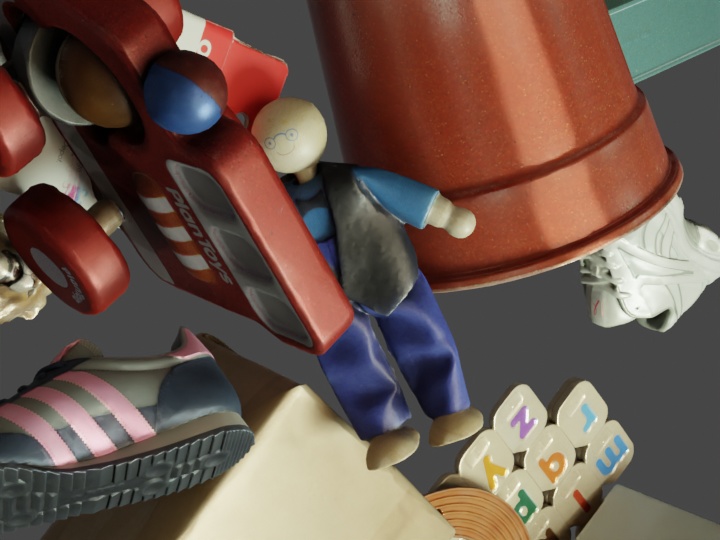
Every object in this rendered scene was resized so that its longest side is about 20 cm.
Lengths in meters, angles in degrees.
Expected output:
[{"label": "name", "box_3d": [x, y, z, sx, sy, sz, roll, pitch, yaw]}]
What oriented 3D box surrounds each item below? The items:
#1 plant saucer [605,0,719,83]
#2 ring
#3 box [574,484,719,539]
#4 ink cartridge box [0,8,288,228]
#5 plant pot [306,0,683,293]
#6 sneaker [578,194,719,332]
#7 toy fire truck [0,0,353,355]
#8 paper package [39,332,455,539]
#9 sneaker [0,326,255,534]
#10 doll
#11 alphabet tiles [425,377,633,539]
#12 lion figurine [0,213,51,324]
[{"label": "plant saucer", "box_3d": [0.182, -0.157, 1.126, 0.200, 0.019, 0.070, -26, 120, -32]}, {"label": "ring", "box_3d": [0.041, 0.238, 1.120, 0.200, 0.019, 0.201, -13, 112, -36]}, {"label": "box", "box_3d": [0.208, 0.286, 1.212, 0.152, 0.106, 0.200, -46, 135, -28]}, {"label": "ink cartridge box", "box_3d": [-0.143, -0.090, 0.841, 0.200, 0.067, 0.116, 20, 92, -42]}, {"label": "plant pot", "box_3d": [0.061, -0.120, 0.932, 0.201, 0.201, 0.196, -30, 113, -29]}, {"label": "sneaker", "box_3d": [0.179, -0.012, 1.134, 0.200, 0.078, 0.100, 32, 87, -41]}, {"label": "toy fire truck", "box_3d": [-0.093, -0.059, 0.732, 0.112, 0.168, 0.200, -43, 127, -23]}, {"label": "paper package", "box_3d": [-0.074, 0.171, 0.963, 0.200, 0.103, 0.191, -54, 131, -14]}, {"label": "sneaker", "box_3d": [-0.157, 0.079, 0.841, 0.200, 0.082, 0.070, -7, 147, -31]}, {"label": "doll", "box_3d": [0.000, 0.000, 0.878, 0.200, 0.136, 0.048, 64, 23, -9]}, {"label": "alphabet tiles", "box_3d": [0.118, 0.176, 1.184, 0.200, 0.015, 0.196, -51, 129, -15]}, {"label": "lion figurine", "box_3d": [-0.233, 0.056, 0.824, 0.122, 0.072, 0.200, 13, 110, -49]}]
